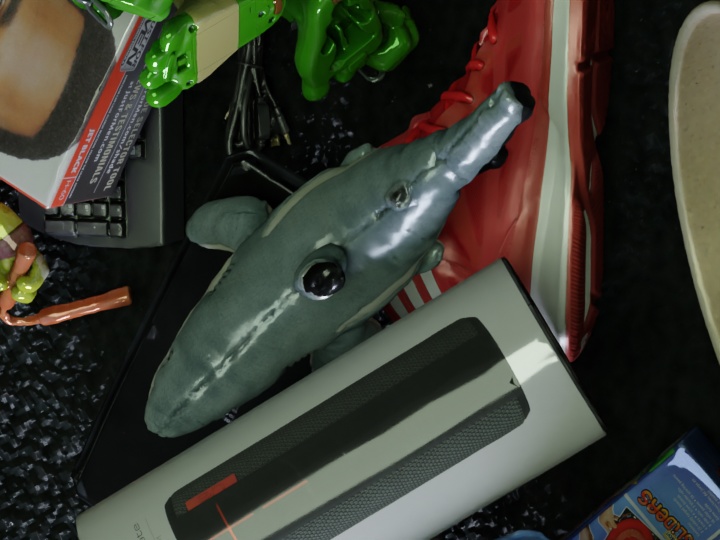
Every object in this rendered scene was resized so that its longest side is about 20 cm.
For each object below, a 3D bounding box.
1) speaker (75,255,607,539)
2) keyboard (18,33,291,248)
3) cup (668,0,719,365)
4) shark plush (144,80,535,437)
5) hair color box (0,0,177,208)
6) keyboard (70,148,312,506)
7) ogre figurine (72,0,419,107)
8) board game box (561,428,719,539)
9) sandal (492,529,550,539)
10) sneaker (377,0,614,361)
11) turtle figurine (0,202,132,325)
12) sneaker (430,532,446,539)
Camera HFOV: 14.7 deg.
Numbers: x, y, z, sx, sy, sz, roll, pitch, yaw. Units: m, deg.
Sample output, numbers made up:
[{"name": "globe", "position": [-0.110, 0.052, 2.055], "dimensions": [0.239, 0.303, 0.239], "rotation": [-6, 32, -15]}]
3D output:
[{"name": "speaker", "position": [-0.009, 0.080, 1.080], "dimensions": [0.199, 0.081, 0.081], "rotation": [-31, 88, 4]}, {"name": "keyboard", "position": [-0.092, -0.109, 1.189], "dimensions": [0.126, 0.021, 0.201], "rotation": [1, 99, 16]}, {"name": "cup", "position": [0.217, -0.018, 1.038], "dimensions": [0.143, 0.200, 0.201], "rotation": [-14, 94, -9]}, {"name": "shark plush", "position": [0.000, 0.000, 1.062], "dimensions": [0.200, 0.083, 0.091], "rotation": [-25, 101, 32]}, {"name": "hair color box", "position": [-0.176, -0.121, 1.180], "dimensions": [0.200, 0.061, 0.102], "rotation": [31, 107, 16]}, {"name": "keyboard", "position": [-0.044, 0.044, 1.177], "dimensions": [0.104, 0.040, 0.200], "rotation": [34, 125, 7]}, {"name": "ogre figurine", "position": [-0.063, -0.127, 1.069], "dimensions": [0.120, 0.200, 0.098], "rotation": [47, 130, 25]}, {"name": "board game box", "position": [0.150, 0.184, 1.141], "dimensions": [0.135, 0.034, 0.200], "rotation": [-41, 85, 19]}, {"name": "sandal", "position": [0.042, 0.178, 1.079], "dimensions": [0.079, 0.087, 0.200], "rotation": [33, 104, -32]}, {"name": "sneaker", "position": [0.040, -0.064, 1.128], "dimensions": [0.115, 0.078, 0.201], "rotation": [4, 97, 14]}, {"name": "turtle figurine", "position": [-0.199, -0.032, 1.175], "dimensions": [0.199, 0.161, 0.065], "rotation": [14, 79, 13]}, {"name": "sneaker", "position": [-0.018, 0.173, 1.156], "dimensions": [0.098, 0.071, 0.201], "rotation": [53, 125, 46]}]
